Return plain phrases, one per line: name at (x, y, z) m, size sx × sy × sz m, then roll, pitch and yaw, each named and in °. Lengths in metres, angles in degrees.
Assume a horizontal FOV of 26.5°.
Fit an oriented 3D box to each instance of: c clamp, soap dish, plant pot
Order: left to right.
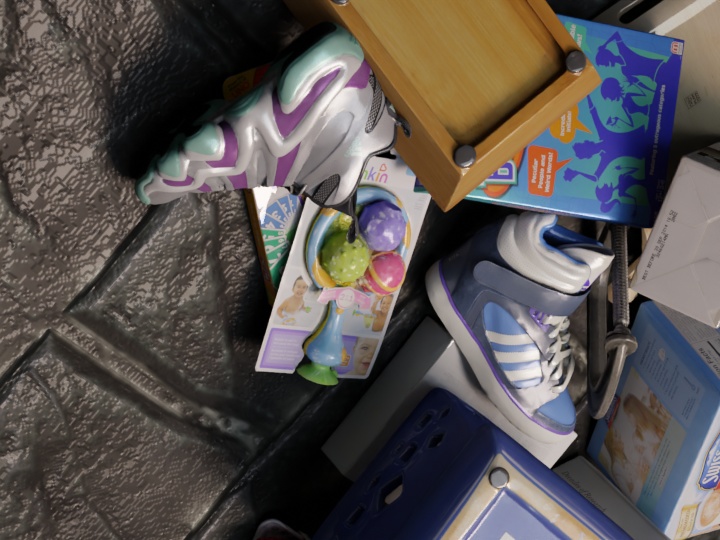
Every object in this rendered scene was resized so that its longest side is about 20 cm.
soap dish at (0.064, -0.170, 1.109) m, size 0.157 × 0.081 × 0.201 m, roll -39°, pitch 95°, yaw -7°
plant pot at (0.093, 0.231, 1.211) m, size 0.200 × 0.180 × 0.200 m, roll 40°, pitch 83°, yaw -10°
c clamp at (0.212, 0.017, 1.297) m, size 0.027 × 0.202 × 0.171 m, roll 8°, pitch 152°, yaw -5°

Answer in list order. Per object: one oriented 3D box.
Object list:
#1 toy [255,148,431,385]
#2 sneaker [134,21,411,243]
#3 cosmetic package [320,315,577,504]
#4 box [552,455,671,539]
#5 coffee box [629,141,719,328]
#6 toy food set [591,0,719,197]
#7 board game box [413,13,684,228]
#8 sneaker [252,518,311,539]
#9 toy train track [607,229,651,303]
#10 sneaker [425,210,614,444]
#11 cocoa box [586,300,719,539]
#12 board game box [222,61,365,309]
toy at (0.000, 0.000, 1.202) m, size 0.114 × 0.047 × 0.201 m, roll 7°, pitch 112°, yaw -37°
sneaker at (-0.055, -0.068, 1.094) m, size 0.199 × 0.078 × 0.140 m, roll -31°, pitch 111°, yaw 23°
cosmetic package at (0.082, 0.152, 1.362) m, size 0.151 × 0.052 × 0.200 m, roll -52°, pitch 129°, yaw 0°
box at (0.217, 0.323, 1.439) m, size 0.130 × 0.200 × 0.200 m, roll -23°, pitch 124°, yaw -17°
coffee box at (0.296, -0.037, 1.242) m, size 0.200 × 0.079 × 0.114 m, roll -22°, pitch 135°, yaw -64°
toy food set at (0.271, -0.159, 1.316) m, size 0.143 × 0.061 × 0.201 m, roll -33°, pitch 127°, yaw 2°
board game box at (0.149, -0.122, 1.200) m, size 0.198 × 0.045 × 0.154 m, roll 7°, pitch 90°, yaw -17°
sneaker at (-0.016, 0.246, 1.314) m, size 0.199 × 0.072 × 0.113 m, roll -31°, pitch 128°, yaw 13°
toy train track at (0.304, -0.035, 1.391) m, size 0.200 × 0.032 × 0.115 m, roll -42°, pitch 149°, yaw -15°
sneaker at (0.161, 0.043, 1.270) m, size 0.146 × 0.081 × 0.201 m, roll -29°, pitch 106°, yaw 30°
cocoa box at (0.316, 0.131, 1.415) m, size 0.130 × 0.134 × 0.201 m, roll -11°, pitch 134°, yaw -26°
board game box at (-0.044, -0.070, 1.185) m, size 0.095 × 0.030 × 0.201 m, roll -23°, pitch 122°, yaw -20°
